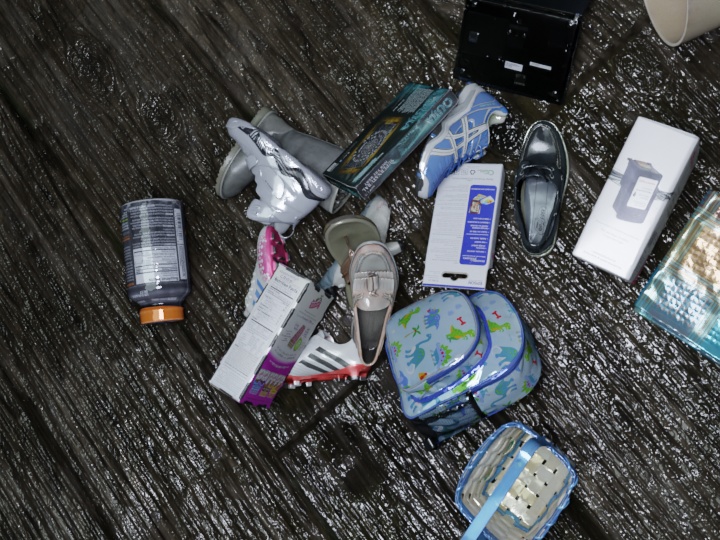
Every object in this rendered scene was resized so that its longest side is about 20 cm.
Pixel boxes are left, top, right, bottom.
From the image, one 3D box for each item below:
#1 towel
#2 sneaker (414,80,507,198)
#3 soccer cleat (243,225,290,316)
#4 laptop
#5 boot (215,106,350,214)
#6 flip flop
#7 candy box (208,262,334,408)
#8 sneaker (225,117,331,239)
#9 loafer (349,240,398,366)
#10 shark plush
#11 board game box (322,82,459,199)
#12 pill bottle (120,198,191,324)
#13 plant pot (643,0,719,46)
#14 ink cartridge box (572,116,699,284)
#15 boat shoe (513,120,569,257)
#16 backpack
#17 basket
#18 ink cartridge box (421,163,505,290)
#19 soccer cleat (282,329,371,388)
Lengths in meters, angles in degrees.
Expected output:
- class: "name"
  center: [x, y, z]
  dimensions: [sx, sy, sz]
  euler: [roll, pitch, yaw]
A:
- class: "towel"
  center: [0.486, 0.009, 1.227]
  dimensions: [0.146, 0.022, 0.201]
  euler: [33, 98, 18]
- class: "sneaker"
  center: [0.144, -0.186, 1.312]
  dimensions: [0.077, 0.076, 0.200]
  euler: [30, 76, 9]
- class: "soccer cleat"
  center: [-0.154, 0.030, 1.434]
  dimensions: [0.086, 0.070, 0.201]
  euler: [-11, 84, 19]
- class: "laptop"
  center: [0.251, -0.374, 1.340]
  dimensions: [0.177, 0.103, 0.201]
  euler: [19, 119, 21]
- class: "boot"
  center: [-0.115, -0.149, 1.438]
  dimensions: [0.200, 0.073, 0.182]
  euler: [35, 101, 11]
- class: "flip flop"
  center: [0.000, 0.000, 1.326]
  dimensions: [0.081, 0.201, 0.058]
  euler: [-15, 39, -3]
- class: "candy box"
  center: [-0.128, 0.099, 1.324]
  dimensions: [0.061, 0.136, 0.201]
  euler: [30, 85, 17]
- class: "sneaker"
  center: [-0.150, -0.141, 1.373]
  dimensions: [0.200, 0.075, 0.115]
  euler: [39, 96, 10]
- class: "loafer"
  center: [0.019, 0.052, 1.291]
  dimensions: [0.071, 0.063, 0.201]
  euler: [0, 130, -3]
- class: "shark plush"
  center: [-0.013, -0.021, 1.407]
  dimensions: [0.200, 0.091, 0.083]
  euler: [-56, 46, 24]
- class: "board game box"
  center: [0.042, -0.194, 1.324]
  dimensions: [0.200, 0.135, 0.028]
  euler: [-46, 117, -5]
- class: "pill bottle"
  center: [-0.337, -0.012, 1.485]
  dimensions: [0.106, 0.106, 0.201]
  euler: [-8, 85, 19]
- class: "plant pot"
  center: [0.490, -0.414, 1.179]
  dimensions: [0.199, 0.187, 0.188]
  euler: [-15, 82, 4]
- class: "ink cartridge box"
  center: [0.373, -0.090, 1.207]
  dimensions: [0.084, 0.145, 0.201]
  euler: [27, 96, 19]
- class: "boat shoe"
  center: [0.256, -0.122, 1.294]
  dimensions: [0.074, 0.066, 0.200]
  euler: [9, 90, 21]
- class: "backpack"
  center: [0.141, 0.120, 1.259]
  dimensions: [0.199, 0.147, 0.183]
  euler: [-26, 41, 12]
- class: "basket"
  center: [0.205, 0.299, 1.218]
  dimensions: [0.139, 0.200, 0.177]
  euler: [36, 98, 18]
- class: "ink cartridge box"
  center: [0.153, -0.063, 1.315]
  dimensions: [0.094, 0.037, 0.201]
  euler: [4, 68, 20]
- class: "soccer cleat"
  center: [-0.078, 0.138, 1.407]
  dimensions: [0.199, 0.069, 0.086]
  euler: [-7, 76, 17]
